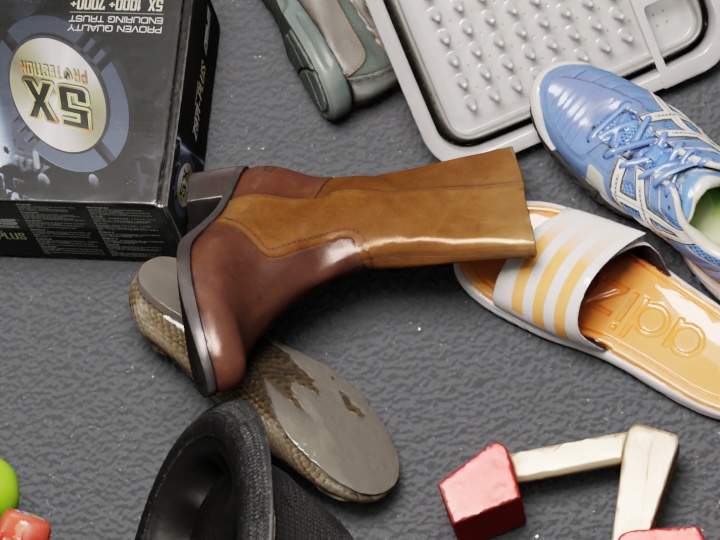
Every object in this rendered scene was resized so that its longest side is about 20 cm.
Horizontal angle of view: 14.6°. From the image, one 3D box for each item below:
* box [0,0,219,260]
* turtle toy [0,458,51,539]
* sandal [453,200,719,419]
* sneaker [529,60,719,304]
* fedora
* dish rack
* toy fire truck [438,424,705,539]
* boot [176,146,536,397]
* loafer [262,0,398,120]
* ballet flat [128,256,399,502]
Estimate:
[{"bbox_3d":[-0.195,-0.098,1.678,0.199,0.086,0.164,3,67,9],"label":"box"},{"bbox_3d":[-0.203,0.180,1.539,0.101,0.146,0.200,-24,64,-27],"label":"turtle toy"},{"bbox_3d":[0.148,0.011,1.595,0.206,0.059,0.079,28,73,18],"label":"sandal"},{"bbox_3d":[0.180,-0.057,1.601,0.200,0.077,0.076,39,79,14],"label":"sneaker"},{"bbox_3d":[-0.058,0.173,1.524,0.091,0.201,0.201,18,65,-23],"label":"fedora"},{"bbox_3d":[0.104,-0.170,1.656,0.200,0.044,0.172,-24,104,-3],"label":"dish rack"},{"bbox_3d":[0.158,0.137,1.544,0.200,0.049,0.141,-24,65,-3],"label":"toy fire truck"},{"bbox_3d":[0.000,0.000,1.581,0.199,0.069,0.188,-3,29,4],"label":"boot"},{"bbox_3d":[-0.035,-0.186,1.708,0.063,0.072,0.200,-23,74,-10],"label":"loafer"},{"bbox_3d":[-0.059,0.069,1.612,0.200,0.046,0.067,39,41,16],"label":"ballet flat"}]
